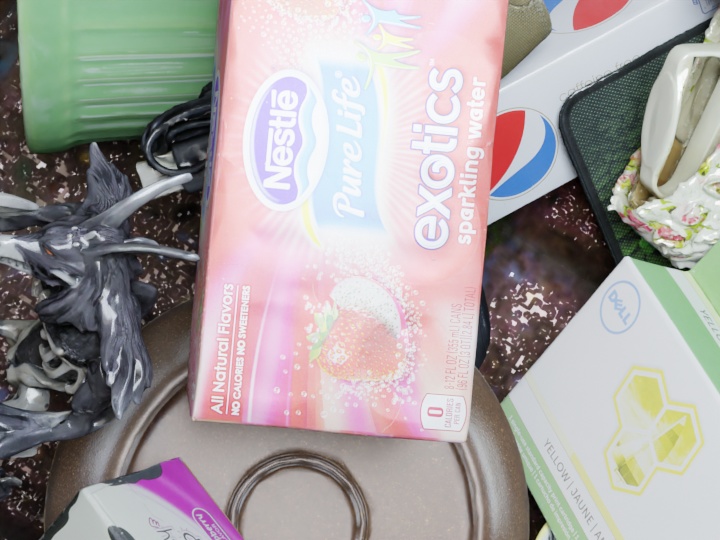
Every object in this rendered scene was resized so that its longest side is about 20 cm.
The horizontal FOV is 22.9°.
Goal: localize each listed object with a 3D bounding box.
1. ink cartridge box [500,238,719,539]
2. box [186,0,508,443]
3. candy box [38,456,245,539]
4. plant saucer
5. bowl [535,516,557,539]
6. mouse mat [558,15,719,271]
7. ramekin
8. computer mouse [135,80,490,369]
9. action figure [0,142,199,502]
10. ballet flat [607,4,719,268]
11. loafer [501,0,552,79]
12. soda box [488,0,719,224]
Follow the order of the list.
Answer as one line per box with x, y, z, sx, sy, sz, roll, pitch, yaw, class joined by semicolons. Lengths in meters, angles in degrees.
0.150;0.047;0.702;0.200;0.048;0.146;-54;43;29;ink cartridge box
-0.007;-0.044;0.656;0.102;0.095;0.200;6;92;-7;box
-0.098;0.186;0.662;0.136;0.061;0.200;50;118;16;candy box
-0.027;0.102;0.715;0.200;0.032;0.201;1;86;-8;plant saucer
0.133;0.201;0.757;0.201;0.201;0.094;37;120;4;bowl
0.202;-0.053;0.818;0.200;0.008;0.161;-29;113;-5;mouse mat
-0.096;-0.150;0.777;0.097;0.200;0.200;0;82;-8;ramekin
0.000;0.000;0.765;0.138;0.200;0.053;-19;39;6;computer mouse
-0.142;0.026;0.673;0.102;0.200;0.119;7;55;-36;action figure
0.164;-0.095;0.750;0.064;0.076;0.200;16;101;-26;ballet flat
0.031;-0.152;0.812;0.067;0.076;0.200;-15;56;-7;loafer
0.083;-0.084;0.819;0.200;0.068;0.064;-28;125;-4;soda box
